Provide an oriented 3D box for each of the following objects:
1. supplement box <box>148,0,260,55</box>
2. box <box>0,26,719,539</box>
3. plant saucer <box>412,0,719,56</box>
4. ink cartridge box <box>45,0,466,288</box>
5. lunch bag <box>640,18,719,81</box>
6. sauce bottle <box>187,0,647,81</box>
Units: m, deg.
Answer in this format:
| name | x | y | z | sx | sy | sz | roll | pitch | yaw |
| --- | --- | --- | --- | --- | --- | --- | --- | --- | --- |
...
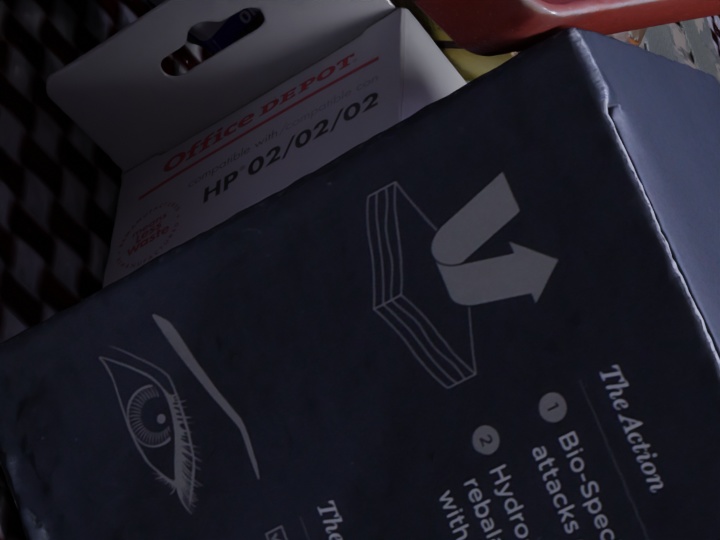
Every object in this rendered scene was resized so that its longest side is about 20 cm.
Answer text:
| name | x | y | z | sx | sy | sz | roll | pitch | yaw |
| --- | --- | --- | --- | --- | --- | --- | --- | --- | --- |
| supplement box | -0.087 | -0.177 | 0.747 | 0.200 | 0.101 | 0.103 | 45 | -2 | -38 |
| box | 0.032 | 0.073 | 0.636 | 0.117 | 0.200 | 0.197 | 4 | 61 | -64 |
| plant saucer | 0.035 | -0.130 | 0.680 | 0.200 | 0.037 | 0.199 | 46 | 35 | 23 |
| ink cartridge box | 0.000 | 0.000 | 0.762 | 0.200 | 0.115 | 0.068 | 48 | 26 | -29 |
| lunch bag | 0.066 | -0.081 | 0.985 | 0.200 | 0.117 | 0.165 | 20 | 48 | -49 |
| sauce bottle | 0.007 | -0.096 | 0.801 | 0.066 | 0.200 | 0.066 | -7 | 100 | -41 |
